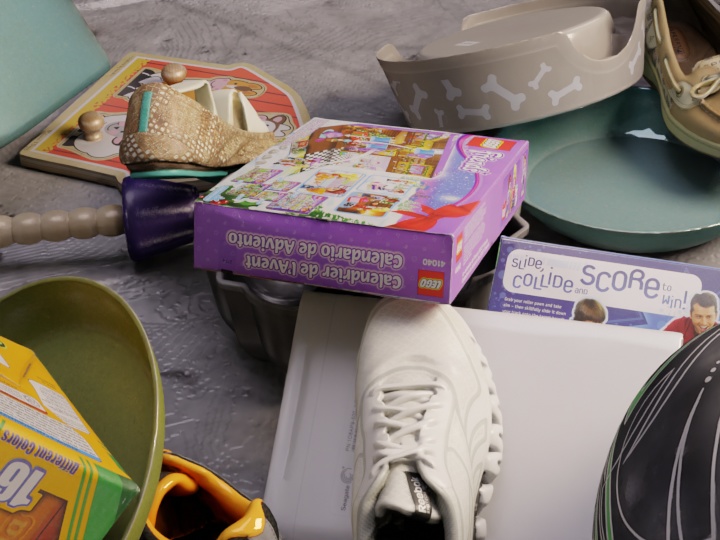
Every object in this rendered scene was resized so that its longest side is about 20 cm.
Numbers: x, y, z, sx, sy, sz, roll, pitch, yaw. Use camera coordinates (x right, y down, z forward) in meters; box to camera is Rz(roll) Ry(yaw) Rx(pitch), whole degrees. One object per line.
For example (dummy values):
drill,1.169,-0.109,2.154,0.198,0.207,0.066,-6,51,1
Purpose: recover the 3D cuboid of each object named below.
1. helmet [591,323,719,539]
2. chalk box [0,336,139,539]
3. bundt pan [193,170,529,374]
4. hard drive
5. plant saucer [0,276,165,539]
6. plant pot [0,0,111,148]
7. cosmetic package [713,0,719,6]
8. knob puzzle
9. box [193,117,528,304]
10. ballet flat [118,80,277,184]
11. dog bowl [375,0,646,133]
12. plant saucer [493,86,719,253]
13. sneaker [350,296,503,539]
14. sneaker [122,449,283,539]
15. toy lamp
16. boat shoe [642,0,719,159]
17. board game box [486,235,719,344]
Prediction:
helmet,0.193,0.113,0.674,0.189,0.201,0.201,-3,34,-6
chalk box,-0.220,0.123,0.691,0.201,0.125,0.124,-54,45,3
bundt pan,0.000,0.000,0.951,0.200,0.076,0.202,-1,34,1
hard drive,0.056,0.086,0.798,0.198,0.027,0.133,6,74,15
plant saucer,-0.163,0.101,0.764,0.199,0.031,0.201,-19,57,31
plant pot,-0.303,-0.130,1.074,0.141,0.142,0.200,-15,27,38
cosmetic package,0.356,-0.190,1.100,0.198,0.123,0.200,22,24,-29
knob puzzle,-0.126,-0.116,1.173,0.218,0.031,0.220,-1,34,1
box,0.007,-0.038,0.861,0.136,0.039,0.200,8,20,15
ballet flat,-0.093,-0.088,1.016,0.070,0.066,0.200,-1,0,15
dog bowl,0.113,-0.151,1.134,0.198,0.059,0.200,-13,15,4
plant saucer,0.187,-0.065,1.074,0.198,0.036,0.201,-2,33,1
sneaker,0.027,0.093,0.739,0.074,0.081,0.201,-8,60,11
sneaker,-0.110,0.120,0.780,0.199,0.078,0.078,17,40,28
toy lamp,-0.203,-0.029,1.025,0.198,0.059,0.058,-4,34,-2
boat shoe,0.240,-0.140,1.094,0.073,0.063,0.200,-9,35,-12
board game box,0.159,0.063,0.817,0.198,0.034,0.136,9,75,14
